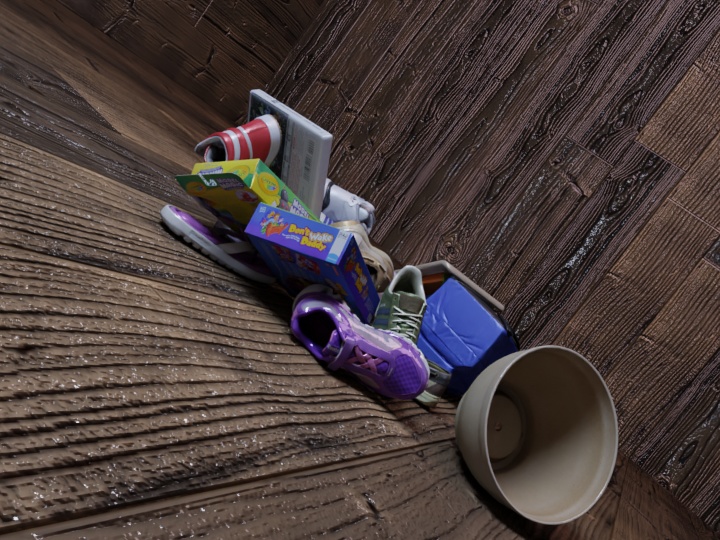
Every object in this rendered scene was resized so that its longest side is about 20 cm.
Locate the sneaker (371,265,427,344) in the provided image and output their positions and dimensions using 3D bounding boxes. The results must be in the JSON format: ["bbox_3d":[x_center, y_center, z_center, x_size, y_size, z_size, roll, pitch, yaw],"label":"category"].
[{"bbox_3d":[0.052,0.070,0.940,0.066,0.091,0.202,21,35,-7],"label":"sneaker"}]

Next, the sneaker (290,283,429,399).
[{"bbox_3d":[-0.008,0.096,0.833,0.198,0.081,0.088,33,11,7],"label":"sneaker"}]

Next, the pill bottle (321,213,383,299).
[{"bbox_3d":[-0.045,-0.009,1.147,0.199,0.116,0.116,36,6,-10],"label":"pill bottle"}]

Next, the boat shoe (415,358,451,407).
[{"bbox_3d":[0.048,0.116,1.020,0.199,0.065,0.073,38,8,7],"label":"boat shoe"}]

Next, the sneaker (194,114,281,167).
[{"bbox_3d":[-0.191,-0.137,1.008,0.112,0.201,0.071,-27,67,-37],"label":"sneaker"}]

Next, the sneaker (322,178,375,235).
[{"bbox_3d":[-0.041,-0.065,1.225,0.113,0.202,0.076,21,47,5],"label":"sneaker"}]

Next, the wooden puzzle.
[{"bbox_3d":[0.147,0.045,1.308,0.184,0.038,0.198,34,-26,-35],"label":"wooden puzzle"}]

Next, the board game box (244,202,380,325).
[{"bbox_3d":[-0.056,-0.002,0.905,0.132,0.045,0.201,20,-20,20],"label":"board game box"}]

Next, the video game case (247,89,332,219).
[{"bbox_3d":[-0.117,-0.142,1.028,0.023,0.203,0.181,-18,42,-39],"label":"video game case"}]

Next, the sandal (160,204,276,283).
[{"bbox_3d":[-0.174,-0.038,0.916,0.202,0.050,0.082,32,9,-47],"label":"sandal"}]

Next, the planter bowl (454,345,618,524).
[{"bbox_3d":[0.200,0.198,0.859,0.199,0.202,0.134,36,-20,-17],"label":"planter bowl"}]

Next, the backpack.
[{"bbox_3d":[0.183,0.130,1.219,0.163,0.167,0.200,53,8,31],"label":"backpack"}]

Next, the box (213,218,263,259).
[{"bbox_3d":[-0.134,-0.021,1.046,0.199,0.039,0.041,38,-12,-7],"label":"box"}]

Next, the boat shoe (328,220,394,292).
[{"bbox_3d":[0.000,0.000,1.012,0.200,0.072,0.070,46,37,-58],"label":"boat shoe"}]

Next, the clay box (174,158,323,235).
[{"bbox_3d":[-0.142,-0.088,0.917,0.113,0.048,0.200,2,-26,31],"label":"clay box"}]
